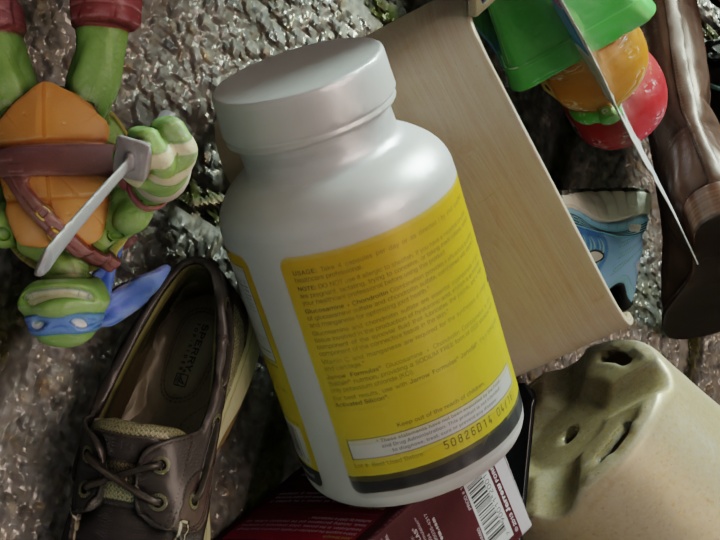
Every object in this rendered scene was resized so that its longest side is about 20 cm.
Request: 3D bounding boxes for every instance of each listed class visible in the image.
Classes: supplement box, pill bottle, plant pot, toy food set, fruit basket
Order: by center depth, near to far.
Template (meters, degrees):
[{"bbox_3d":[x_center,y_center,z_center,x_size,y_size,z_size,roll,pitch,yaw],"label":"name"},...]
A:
[{"bbox_3d":[0.000,0.000,0.801,0.112,0.112,0.200,-37,119,-41],"label":"pill bottle"},{"bbox_3d":[-0.021,0.149,0.823,0.200,0.109,0.061,-35,110,-40],"label":"supplement box"},{"bbox_3d":[0.034,-0.024,0.882,0.200,0.143,0.060,60,16,-18],"label":"toy food set"},{"bbox_3d":[0.165,0.147,0.965,0.184,0.200,0.201,46,55,-20],"label":"plant pot"},{"bbox_3d":[0.124,-0.118,0.985,0.185,0.094,0.200,-101,166,-56],"label":"fruit basket"}]

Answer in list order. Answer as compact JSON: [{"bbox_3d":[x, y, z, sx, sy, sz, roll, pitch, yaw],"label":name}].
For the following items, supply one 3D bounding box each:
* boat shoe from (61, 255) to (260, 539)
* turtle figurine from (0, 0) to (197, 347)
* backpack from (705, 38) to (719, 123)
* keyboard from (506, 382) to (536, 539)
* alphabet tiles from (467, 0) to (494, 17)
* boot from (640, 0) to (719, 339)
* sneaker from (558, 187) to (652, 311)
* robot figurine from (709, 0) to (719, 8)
[{"bbox_3d":[-0.098,0.084,0.770,0.065,0.073,0.200,71,27,-56],"label":"boat shoe"},{"bbox_3d":[-0.141,-0.072,0.707,0.200,0.144,0.194,10,75,-47],"label":"turtle figurine"},{"bbox_3d":[0.340,-0.098,1.147,0.176,0.200,0.154,-42,129,-41],"label":"backpack"},{"bbox_3d":[0.046,0.159,0.902,0.040,0.104,0.200,13,75,-19],"label":"keyboard"},{"bbox_3d":[0.073,-0.226,0.793,0.166,0.006,0.200,-45,142,-44],"label":"alphabet tiles"},{"bbox_3d":[0.204,-0.077,1.105,0.186,0.064,0.200,87,-7,-60],"label":"boot"},{"bbox_3d":[0.104,-0.001,0.988,0.200,0.078,0.090,-5,92,-45],"label":"sneaker"},{"bbox_3d":[0.209,-0.235,1.087,0.200,0.058,0.145,46,15,-32],"label":"robot figurine"}]
